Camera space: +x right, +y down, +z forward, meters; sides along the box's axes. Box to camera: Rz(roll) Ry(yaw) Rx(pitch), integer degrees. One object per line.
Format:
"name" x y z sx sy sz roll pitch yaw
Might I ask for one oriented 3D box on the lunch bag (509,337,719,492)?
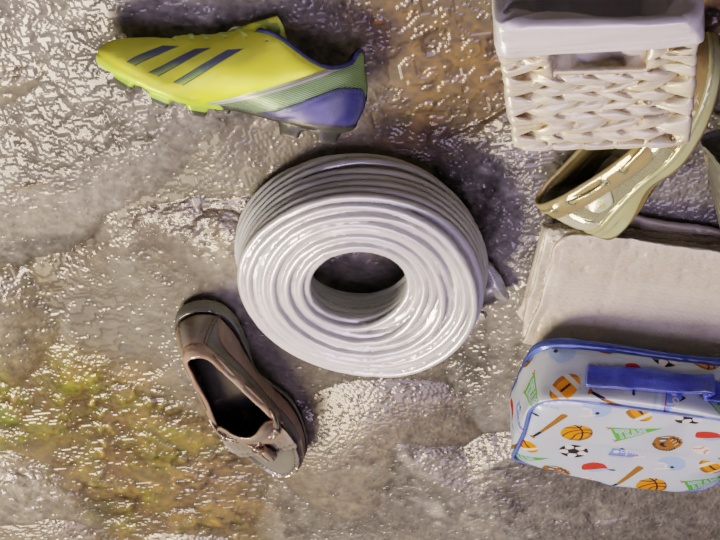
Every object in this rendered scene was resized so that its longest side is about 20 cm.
"lunch bag" 0.224 0.114 1.777 0.200 0.076 0.160 6 151 -3

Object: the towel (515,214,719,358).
"towel" 0.230 0.017 1.740 0.200 0.034 0.133 8 134 -4

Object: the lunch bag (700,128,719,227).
"lunch bag" 0.368 -0.043 1.612 0.200 0.118 0.164 -18 126 4

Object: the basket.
"basket" 0.156 -0.184 1.456 0.135 0.200 0.123 -1 137 5

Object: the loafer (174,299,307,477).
"loafer" -0.104 0.113 1.832 0.072 0.063 0.200 -15 129 17

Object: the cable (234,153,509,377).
"cable" 0.000 0.000 1.718 0.200 0.069 0.200 -13 130 16

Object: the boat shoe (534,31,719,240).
"boat shoe" 0.199 -0.101 1.611 0.063 0.073 0.201 17 139 -16

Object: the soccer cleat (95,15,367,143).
"soccer cleat" -0.092 -0.151 1.607 0.200 0.065 0.084 12 102 -1
